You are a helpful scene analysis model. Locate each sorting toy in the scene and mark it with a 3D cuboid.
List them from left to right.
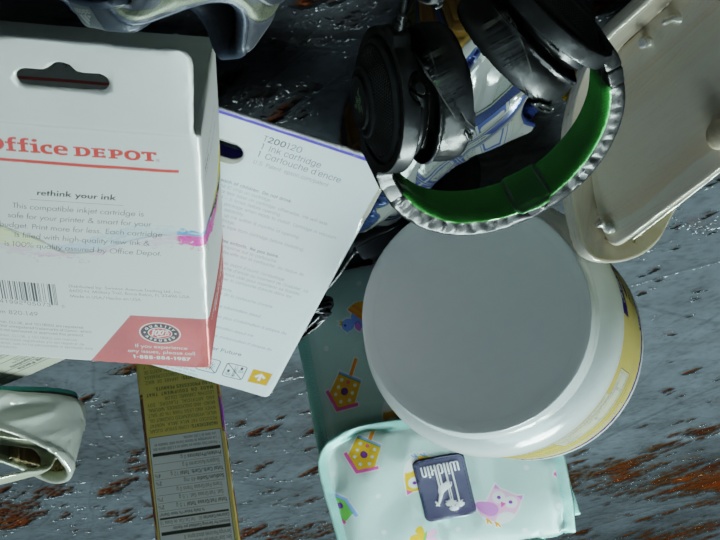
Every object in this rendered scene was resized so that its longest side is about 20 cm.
[{"bbox_3d":[0.214,-0.102,0.836,0.180,0.107,0.200,-5,153,-43],"label":"sorting toy"}]

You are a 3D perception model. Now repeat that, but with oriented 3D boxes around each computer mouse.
[{"bbox_3d":[0.000,0.000,0.982,0.200,0.034,0.059,-45,154,21],"label":"computer mouse"}]

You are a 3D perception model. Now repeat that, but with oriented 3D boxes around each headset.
[{"bbox_3d":[0.052,-0.084,0.710,0.123,0.094,0.200,-28,136,3],"label":"headset"}]

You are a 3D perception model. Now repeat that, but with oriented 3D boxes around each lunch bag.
[{"bbox_3d":[0.051,0.095,1.099,0.170,0.201,0.122,-11,164,6],"label":"lunch bag"}]

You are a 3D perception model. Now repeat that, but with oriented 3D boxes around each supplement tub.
[{"bbox_3d":[0.084,0.036,0.933,0.145,0.146,0.200,-14,170,12],"label":"supplement tub"}]

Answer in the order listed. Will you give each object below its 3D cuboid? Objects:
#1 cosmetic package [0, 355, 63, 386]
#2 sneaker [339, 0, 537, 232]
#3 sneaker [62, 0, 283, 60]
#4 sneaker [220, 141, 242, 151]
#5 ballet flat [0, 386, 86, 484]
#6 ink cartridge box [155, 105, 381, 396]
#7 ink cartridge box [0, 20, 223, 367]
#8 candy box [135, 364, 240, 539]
[{"bbox_3d":[-0.269,0.011,0.938,0.103,0.073,0.200,-22,156,31],"label":"cosmetic package"},{"bbox_3d":[0.048,-0.076,0.850,0.088,0.076,0.200,-1,158,-21],"label":"sneaker"},{"bbox_3d":[-0.100,-0.133,0.598,0.199,0.081,0.074,13,-178,-35],"label":"sneaker"},{"bbox_3d":[-0.087,-0.022,0.935,0.072,0.073,0.200,-10,157,6],"label":"sneaker"},{"bbox_3d":[-0.250,0.096,0.973,0.199,0.070,0.069,13,150,-41],"label":"ballet flat"},{"bbox_3d":[-0.105,-0.029,0.839,0.197,0.044,0.200,17,136,-13],"label":"ink cartridge box"},{"bbox_3d":[-0.124,-0.046,0.745,0.116,0.068,0.200,4,137,0],"label":"ink cartridge box"},{"bbox_3d":[-0.116,0.116,1.090,0.056,0.201,0.117,-6,159,-6],"label":"candy box"}]
